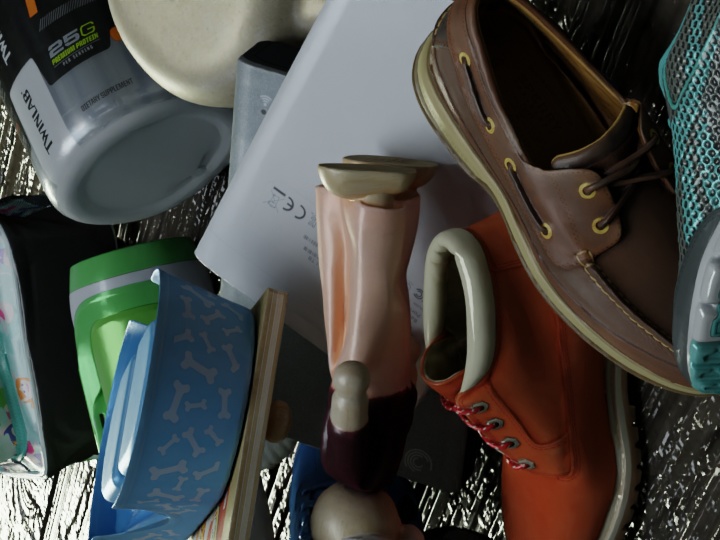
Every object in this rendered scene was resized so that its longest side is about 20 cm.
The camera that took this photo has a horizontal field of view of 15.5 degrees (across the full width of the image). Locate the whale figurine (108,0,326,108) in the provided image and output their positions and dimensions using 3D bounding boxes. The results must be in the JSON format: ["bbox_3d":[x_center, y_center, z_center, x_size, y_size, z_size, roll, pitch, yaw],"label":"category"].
[{"bbox_3d":[-0.039,-0.174,1.319,0.159,0.104,0.200,46,116,24],"label":"whale figurine"}]

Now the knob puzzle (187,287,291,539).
[{"bbox_3d":[-0.060,0.118,1.269,0.220,0.030,0.221,-169,90,-81],"label":"knob puzzle"}]

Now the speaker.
[{"bbox_3d":[-0.109,0.086,1.530,0.088,0.088,0.201,-21,82,60],"label":"speaker"}]

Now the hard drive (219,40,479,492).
[{"bbox_3d":[0.000,0.000,1.291,0.139,0.033,0.201,17,122,19],"label":"hard drive"}]

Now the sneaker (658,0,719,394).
[{"bbox_3d":[0.153,-0.051,1.042,0.091,0.077,0.201,40,125,54],"label":"sneaker"}]

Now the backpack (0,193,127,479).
[{"bbox_3d":[-0.231,0.044,1.676,0.200,0.150,0.179,5,106,64],"label":"backpack"}]

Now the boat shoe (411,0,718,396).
[{"bbox_3d":[0.096,-0.035,1.096,0.200,0.072,0.068,52,160,11],"label":"boat shoe"}]

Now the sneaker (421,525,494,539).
[{"bbox_3d":[0.071,0.226,1.283,0.200,0.075,0.116,51,144,37],"label":"sneaker"}]

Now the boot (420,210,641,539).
[{"bbox_3d":[0.069,0.059,1.189,0.075,0.107,0.201,32,129,49],"label":"boot"}]

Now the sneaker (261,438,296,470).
[{"bbox_3d":[-0.037,0.025,1.404,0.073,0.071,0.200,-94,24,-44],"label":"sneaker"}]

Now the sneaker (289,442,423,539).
[{"bbox_3d":[-0.006,0.143,1.331,0.079,0.066,0.201,64,-164,-49],"label":"sneaker"}]

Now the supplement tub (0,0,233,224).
[{"bbox_3d":[-0.153,-0.137,1.485,0.201,0.122,0.123,62,147,25],"label":"supplement tub"}]

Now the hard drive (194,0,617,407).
[{"bbox_3d":[0.016,-0.045,1.222,0.132,0.025,0.200,36,126,7],"label":"hard drive"}]

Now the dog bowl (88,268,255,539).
[{"bbox_3d":[-0.090,0.071,1.261,0.200,0.049,0.112,128,151,-69],"label":"dog bowl"}]

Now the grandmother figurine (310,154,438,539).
[{"bbox_3d":[0.003,0.051,1.188,0.060,0.121,0.201,7,99,24],"label":"grandmother figurine"}]
